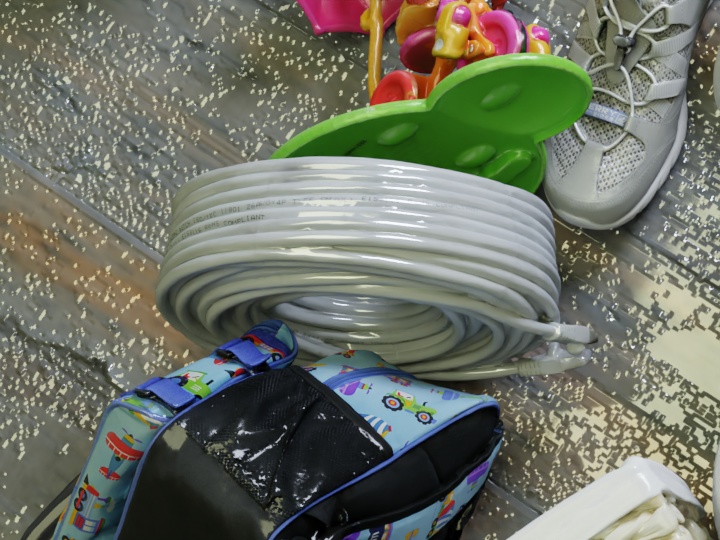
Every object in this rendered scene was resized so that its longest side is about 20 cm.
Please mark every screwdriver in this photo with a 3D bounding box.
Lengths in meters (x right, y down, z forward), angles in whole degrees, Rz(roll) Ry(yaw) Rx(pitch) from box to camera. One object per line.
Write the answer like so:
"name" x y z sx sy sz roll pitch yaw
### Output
"screwdriver" -0.202 0.187 1.388 0.028 0.029 0.200 42 96 21

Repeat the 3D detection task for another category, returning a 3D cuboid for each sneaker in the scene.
"sneaker" 0.135 -0.120 1.314 0.075 0.082 0.200 15 83 21

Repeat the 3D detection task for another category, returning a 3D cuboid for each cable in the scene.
"cable" 0.000 0.000 1.268 0.200 0.200 0.069 -7 68 30

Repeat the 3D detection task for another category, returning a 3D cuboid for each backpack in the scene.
"backpack" -0.032 0.113 1.246 0.135 0.200 0.183 40 132 21

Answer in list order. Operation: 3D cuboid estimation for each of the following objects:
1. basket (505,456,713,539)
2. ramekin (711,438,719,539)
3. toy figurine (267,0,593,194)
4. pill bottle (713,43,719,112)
"basket" 0.090 0.193 1.180 0.200 0.136 0.123 -35 74 8
"ramekin" 0.264 0.080 1.164 0.200 0.105 0.200 1 46 -1
"toy figurine" 0.024 -0.133 1.321 0.200 0.150 0.184 -36 53 43
"pill bottle" 0.269 -0.068 1.151 0.200 0.120 0.120 38 91 30
